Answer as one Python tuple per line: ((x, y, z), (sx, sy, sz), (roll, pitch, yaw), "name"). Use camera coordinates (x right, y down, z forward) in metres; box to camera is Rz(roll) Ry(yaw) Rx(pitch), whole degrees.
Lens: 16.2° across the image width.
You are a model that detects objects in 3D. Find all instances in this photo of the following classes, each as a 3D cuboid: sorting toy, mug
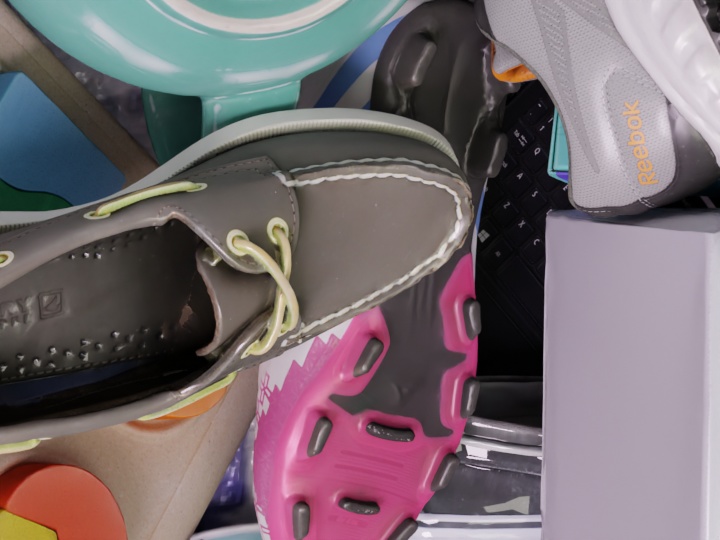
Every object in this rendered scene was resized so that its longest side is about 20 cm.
((-0.104, 0.033, 0.778), (0.200, 0.036, 0.185), (51, 54, -36), "sorting toy")
((-0.037, -0.118, 0.740), (0.152, 0.114, 0.185), (-41, 124, -1), "mug")

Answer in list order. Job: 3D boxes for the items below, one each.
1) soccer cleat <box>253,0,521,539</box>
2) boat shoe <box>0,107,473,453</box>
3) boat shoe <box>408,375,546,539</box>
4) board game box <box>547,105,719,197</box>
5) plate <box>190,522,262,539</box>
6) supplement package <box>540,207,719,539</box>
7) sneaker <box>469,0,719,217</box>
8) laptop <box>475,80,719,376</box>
((0.000, 0.000, 0.828), (0.070, 0.086, 0.200), (7, 102, -33), "soccer cleat")
((-0.053, 0.006, 0.718), (0.201, 0.060, 0.072), (-15, 117, -21), "boat shoe")
((0.102, 0.060, 0.868), (0.200, 0.072, 0.071), (-7, 111, -12), "boat shoe")
((0.163, -0.097, 0.773), (0.045, 0.200, 0.152), (15, 80, -66), "board game box")
((-0.055, 0.176, 0.934), (0.200, 0.026, 0.201), (-11, 118, -20), "plate")
((0.171, 0.077, 0.780), (0.199, 0.147, 0.192), (0, 93, -14), "supplement package")
((0.057, -0.108, 0.759), (0.079, 0.200, 0.074), (-31, 161, 26), "sneaker")
((0.123, 0.007, 0.880), (0.200, 0.103, 0.177), (-44, 124, -4), "laptop")
